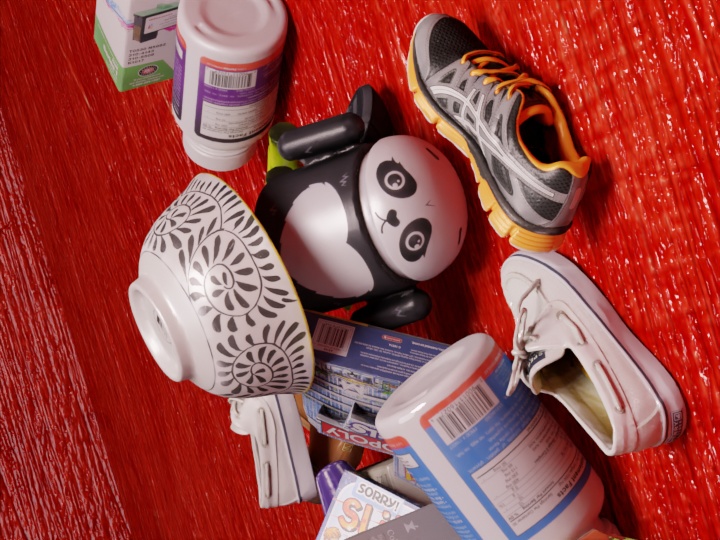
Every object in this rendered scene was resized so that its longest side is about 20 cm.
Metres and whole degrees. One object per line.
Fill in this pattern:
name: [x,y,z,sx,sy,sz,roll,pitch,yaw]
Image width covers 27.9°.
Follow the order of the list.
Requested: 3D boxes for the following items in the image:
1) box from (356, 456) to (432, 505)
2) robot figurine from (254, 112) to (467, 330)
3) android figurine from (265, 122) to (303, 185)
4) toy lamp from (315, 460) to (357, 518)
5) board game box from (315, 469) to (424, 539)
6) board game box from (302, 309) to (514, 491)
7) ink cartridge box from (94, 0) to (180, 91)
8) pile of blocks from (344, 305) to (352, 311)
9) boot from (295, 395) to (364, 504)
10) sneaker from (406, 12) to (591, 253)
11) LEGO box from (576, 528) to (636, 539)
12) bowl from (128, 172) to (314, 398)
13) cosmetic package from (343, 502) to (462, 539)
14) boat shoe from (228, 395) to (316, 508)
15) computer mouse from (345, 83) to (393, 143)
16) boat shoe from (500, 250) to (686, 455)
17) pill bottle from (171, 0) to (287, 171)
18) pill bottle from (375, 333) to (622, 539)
box: [0.036,0.227,1.439,0.083,0.068,0.200,69,159,7]
robot figurine: [-0.009,-0.035,1.191,0.150,0.198,0.126,43,-139,-42]
android figurine: [-0.075,-0.038,1.403,0.201,0.041,0.183,93,178,-48]
toy lamp: [0.019,0.268,1.348,0.201,0.058,0.058,58,155,23]
board game box: [0.046,0.279,1.280,0.198,0.034,0.137,22,89,29]
board game box: [0.039,0.127,1.241,0.201,0.198,0.062,88,-163,-59]
ink cartridge box: [-0.195,-0.292,1.518,0.085,0.143,0.201,63,157,21]
pile of blocks: [0.000,0.000,1.348,0.062,0.083,0.200,31,161,-6]
boot: [-0.017,0.120,1.478,0.201,0.076,0.156,-80,15,-51]
sneaker: [0.102,-0.111,1.022,0.201,0.078,0.077,60,142,24]
LEGO box: [0.210,0.292,0.982,0.148,0.077,0.202,2,109,49]
bowl: [-0.129,0.031,1.185,0.201,0.094,0.202,49,154,33]
cosmetic package: [0.080,0.237,1.156,0.108,0.198,0.090,63,159,16]
boat shoe: [-0.094,0.134,1.381,0.072,0.065,0.202,-125,20,-66]
computer mouse: [-0.008,-0.103,1.331,0.141,0.046,0.201,-91,19,-45]
boat shoe: [0.137,0.061,1.029,0.202,0.085,0.075,53,152,41]
pill bottle: [-0.138,-0.196,1.496,0.112,0.110,0.201,61,156,28]
pill bottle: [0.111,0.156,1.081,0.201,0.112,0.112,53,160,-6]
